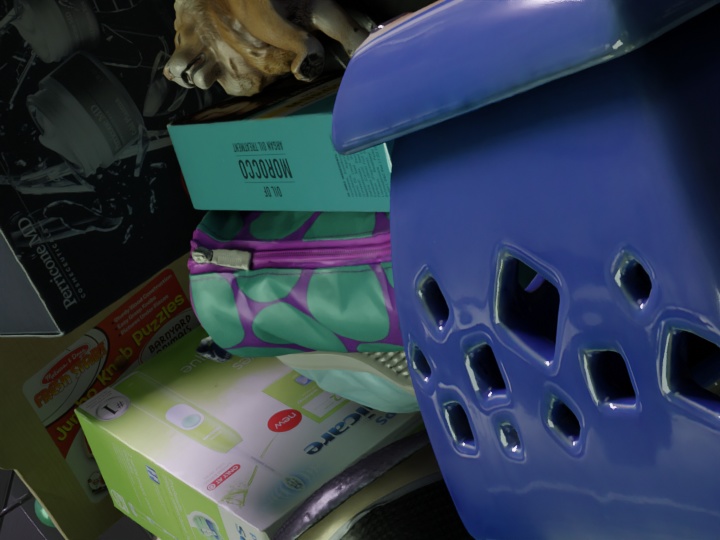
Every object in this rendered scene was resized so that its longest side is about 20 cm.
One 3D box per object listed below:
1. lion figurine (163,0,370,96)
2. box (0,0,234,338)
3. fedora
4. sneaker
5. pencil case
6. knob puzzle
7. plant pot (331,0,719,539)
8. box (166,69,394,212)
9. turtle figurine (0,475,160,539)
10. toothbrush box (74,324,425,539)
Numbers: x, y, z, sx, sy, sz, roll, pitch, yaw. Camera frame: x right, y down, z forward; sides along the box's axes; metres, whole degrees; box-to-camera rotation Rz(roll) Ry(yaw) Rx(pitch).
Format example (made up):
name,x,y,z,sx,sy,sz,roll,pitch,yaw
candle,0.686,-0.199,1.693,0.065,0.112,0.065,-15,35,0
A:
name,x,y,z,sx,sy,sz,roll,pitch,yaw
lion figurine,-0.044,-0.163,0.808,0.122,0.072,0.200,42,137,39
box,-0.158,-0.093,0.929,0.104,0.182,0.200,-4,118,60
fedora,0.038,0.160,0.879,0.092,0.200,0.201,57,156,26
sneaker,0.037,0.043,0.917,0.200,0.074,0.082,12,161,47
pencil case,0.000,0.000,0.844,0.200,0.092,0.085,-6,73,44
knob puzzle,-0.164,0.054,1.089,0.030,0.219,0.220,23,139,47
plant pot,0.118,-0.033,0.544,0.200,0.200,0.180,-12,105,62
box,-0.010,-0.066,0.828,0.200,0.082,0.049,4,116,57
turtle figurine,-0.159,0.145,1.179,0.150,0.200,0.101,40,145,31
toothbrush box,-0.054,0.110,1.034,0.200,0.145,0.086,25,140,46
